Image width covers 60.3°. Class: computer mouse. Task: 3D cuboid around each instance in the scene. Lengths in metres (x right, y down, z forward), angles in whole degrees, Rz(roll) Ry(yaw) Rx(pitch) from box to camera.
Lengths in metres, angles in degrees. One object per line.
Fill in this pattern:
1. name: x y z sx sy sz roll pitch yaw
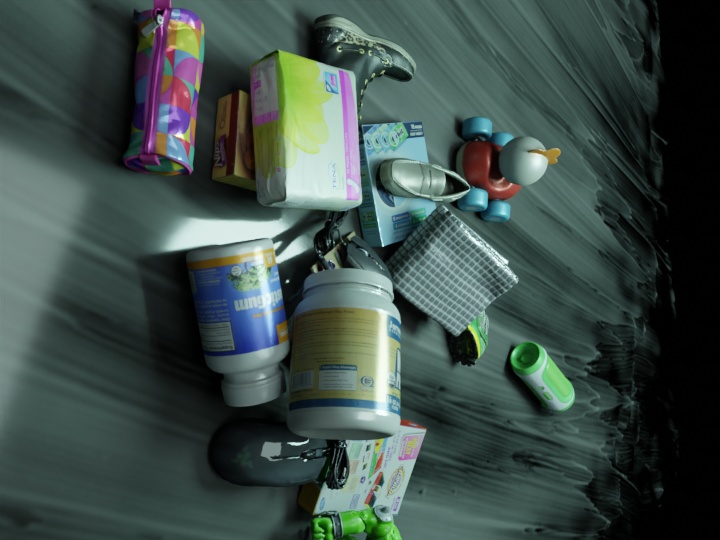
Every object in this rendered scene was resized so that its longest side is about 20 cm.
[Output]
1. computer mouse: 0.000 0.000 0.957 0.201 0.046 0.141 62 28 -20
2. computer mouse: -0.099 0.240 0.836 0.199 0.053 0.139 1 87 -25

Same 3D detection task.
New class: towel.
1. towel: 0.158 0.007 1.077 0.200 0.086 0.166 37 101 -25

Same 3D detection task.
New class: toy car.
1. toy car: 0.312 -0.209 1.245 0.176 0.199 0.185 16 77 -45

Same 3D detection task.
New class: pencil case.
1. pencil case: -0.235 -0.215 0.743 0.088 0.088 0.201 7 82 -47

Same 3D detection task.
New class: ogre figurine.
1. ogre figurine: 0.007 0.420 0.929 0.119 0.098 0.201 -21 103 -3

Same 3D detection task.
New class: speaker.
1. speaker: 0.417 0.244 1.417 0.200 0.088 0.089 46 57 -35

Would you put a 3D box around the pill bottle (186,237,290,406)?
1. pill bottle: -0.150 0.065 0.796 0.112 0.112 0.201 -17 99 -46

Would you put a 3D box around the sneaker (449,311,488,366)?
1. sneaker: 0.207 0.081 1.218 0.085 0.078 0.201 -32 120 -50

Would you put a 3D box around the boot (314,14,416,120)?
1. boot: 0.001 -0.304 1.011 0.203 0.073 0.155 13 80 -39

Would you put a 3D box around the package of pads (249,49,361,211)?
1. package of pads: -0.073 -0.184 0.845 0.154 0.068 0.201 -3 88 -48

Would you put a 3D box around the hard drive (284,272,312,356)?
1. hard drive: -0.042 0.109 0.966 0.200 0.038 0.140 57 50 -27

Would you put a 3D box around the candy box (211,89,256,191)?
1. candy box: -0.112 -0.167 0.893 0.199 0.056 0.117 10 80 -48

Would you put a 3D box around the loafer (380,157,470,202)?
1. loafer: 0.111 -0.155 1.055 0.199 0.070 0.070 1 87 -47

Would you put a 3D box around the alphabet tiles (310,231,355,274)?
1. alphabet tiles: -0.003 0.055 0.980 0.201 0.008 0.167 67 27 -12

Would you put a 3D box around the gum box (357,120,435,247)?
1. gum box: 0.060 -0.154 1.083 0.170 0.044 0.201 -18 100 -46

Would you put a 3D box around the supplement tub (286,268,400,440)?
1. supplement tub: -0.019 0.112 0.811 0.144 0.144 0.201 23 60 -44

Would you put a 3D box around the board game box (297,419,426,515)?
1. board game box: 0.008 0.305 0.980 0.200 0.040 0.154 24 85 -44
